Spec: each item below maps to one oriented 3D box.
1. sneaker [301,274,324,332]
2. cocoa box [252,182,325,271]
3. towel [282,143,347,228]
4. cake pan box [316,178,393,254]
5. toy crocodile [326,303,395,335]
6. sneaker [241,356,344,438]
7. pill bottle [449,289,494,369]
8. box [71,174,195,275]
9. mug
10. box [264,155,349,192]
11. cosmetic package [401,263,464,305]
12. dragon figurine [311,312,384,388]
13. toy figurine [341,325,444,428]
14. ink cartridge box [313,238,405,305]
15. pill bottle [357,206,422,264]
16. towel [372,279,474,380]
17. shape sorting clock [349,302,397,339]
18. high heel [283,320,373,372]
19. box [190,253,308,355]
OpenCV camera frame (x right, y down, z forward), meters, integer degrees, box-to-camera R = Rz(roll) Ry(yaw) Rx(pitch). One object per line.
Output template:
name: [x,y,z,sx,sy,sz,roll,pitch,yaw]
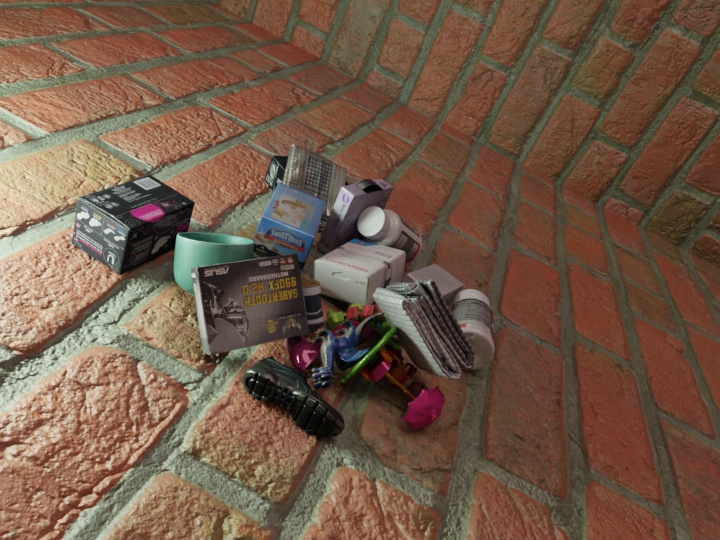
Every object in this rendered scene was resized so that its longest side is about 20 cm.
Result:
sneaker: [-0.128,0.070,1.209,0.070,0.109,0.200,-9,9,-18]
cocoa box: [-0.175,-0.098,1.358,0.133,0.132,0.200,21,31,-8]
towel: [-0.123,-0.224,1.542,0.192,0.034,0.201,21,70,-36]
cake pan box: [-0.011,-0.143,1.487,0.052,0.201,0.184,38,34,20]
toy crocodile: [0.025,0.099,1.219,0.199,0.062,0.068,-5,48,14]
sneaker: [-0.107,0.214,0.992,0.199,0.076,0.079,32,28,8]
pill bottle: [0.264,0.135,1.358,0.113,0.114,0.200,25,31,-2]
box: [-0.461,-0.098,1.158,0.132,0.115,0.200,30,29,9]
mug: [-0.295,-0.011,1.139,0.151,0.115,0.185,5,9,-12]
box: [-0.152,-0.253,1.658,0.199,0.086,0.164,-3,41,-40]
cosmetic package: [0.177,0.049,1.436,0.101,0.071,0.200,38,23,19]
dragon figurine: [-0.024,0.151,1.067,0.199,0.059,0.100,-18,67,-36]
toy figurine: [0.082,0.222,1.112,0.184,0.150,0.200,45,7,4]
ink cartridge box: [0.000,0.000,1.352,0.146,0.086,0.200,17,27,24]
pill bottle: [0.076,-0.095,1.498,0.111,0.111,0.200,50,11,34]
towel: [0.123,0.108,1.102,0.201,0.085,0.165,58,-15,-11]
shape sorting clock: [0.067,0.096,1.340,0.199,0.039,0.200,20,31,-12]
high heel: [-0.048,0.155,1.125,0.199,0.068,0.096,-1,30,-31]
box: [-0.203,0.059,1.054,0.199,0.160,0.048,-9,1,-31]
